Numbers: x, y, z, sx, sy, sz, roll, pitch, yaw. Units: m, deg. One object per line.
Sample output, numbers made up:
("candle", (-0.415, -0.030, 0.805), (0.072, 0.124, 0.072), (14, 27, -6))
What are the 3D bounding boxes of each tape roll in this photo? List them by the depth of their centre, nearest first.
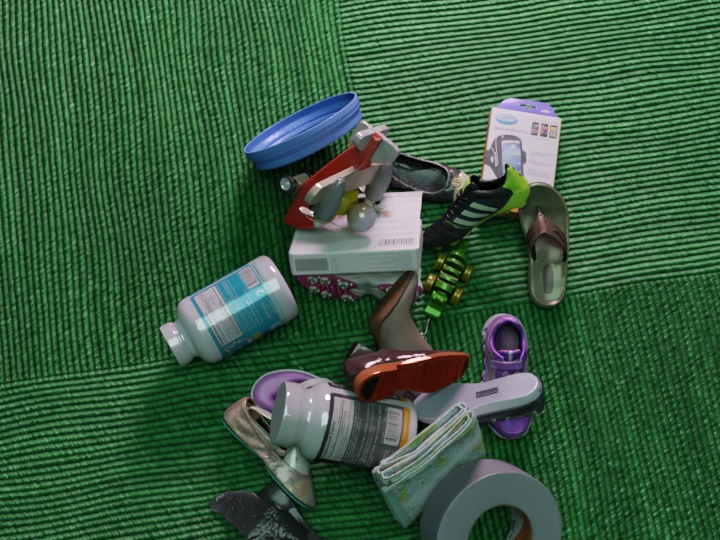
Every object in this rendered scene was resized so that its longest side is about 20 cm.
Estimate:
("tape roll", (0.188, 0.378, 1.623), (0.200, 0.066, 0.201), (-3, 100, -19))

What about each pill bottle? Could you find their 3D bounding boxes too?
("pill bottle", (-0.026, 0.227, 1.647), (0.200, 0.116, 0.117), (13, 74, -13))
("pill bottle", (-0.205, 0.069, 1.726), (0.200, 0.111, 0.111), (-29, 77, -9))

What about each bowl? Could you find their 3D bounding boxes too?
("bowl", (-0.088, -0.218, 1.776), (0.200, 0.201, 0.039), (-30, 108, -9))

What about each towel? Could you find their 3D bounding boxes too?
("towel", (0.105, 0.285, 1.627), (0.171, 0.200, 0.048), (-36, 61, -9))

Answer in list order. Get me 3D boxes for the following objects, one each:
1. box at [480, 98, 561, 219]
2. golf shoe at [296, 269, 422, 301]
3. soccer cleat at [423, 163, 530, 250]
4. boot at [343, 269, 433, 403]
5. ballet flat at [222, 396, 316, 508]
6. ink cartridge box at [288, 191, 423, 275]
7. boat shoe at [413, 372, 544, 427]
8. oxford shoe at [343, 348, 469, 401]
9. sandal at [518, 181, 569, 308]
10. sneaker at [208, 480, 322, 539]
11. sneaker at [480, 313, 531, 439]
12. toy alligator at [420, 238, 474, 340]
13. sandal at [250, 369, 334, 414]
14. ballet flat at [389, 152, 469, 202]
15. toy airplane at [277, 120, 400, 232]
("box", (0.262, -0.183, 1.846), (0.119, 0.041, 0.200), (10, 72, 1))
("golf shoe", (0.000, 0.000, 1.778), (0.200, 0.075, 0.092), (6, 61, -4))
("soccer cleat", (0.171, -0.101, 1.770), (0.200, 0.068, 0.081), (-29, 116, 21))
("boot", (0.075, 0.118, 1.724), (0.146, 0.070, 0.200), (34, 96, -12))
("ballet flat", (-0.124, 0.268, 1.688), (0.200, 0.068, 0.067), (44, 100, 9))
("ink cartridge box", (-0.001, -0.060, 1.766), (0.200, 0.045, 0.176), (-2, 33, 8))
("boat shoe", (0.179, 0.204, 1.678), (0.200, 0.066, 0.070), (-16, 37, 15))
("oxford shoe", (0.070, 0.138, 1.659), (0.200, 0.071, 0.073), (-4, 34, -29))
("sandal", (0.297, -0.041, 1.774), (0.080, 0.057, 0.201), (-7, 90, 3))
("sneaker", (-0.128, 0.393, 1.664), (0.104, 0.060, 0.200), (-37, 73, -12))
("sneaker", (0.225, 0.157, 1.722), (0.080, 0.088, 0.201), (-1, 75, -3))
("toy alligator", (0.129, 0.034, 1.772), (0.059, 0.054, 0.200), (25, 75, 6))
("sandal", (-0.068, 0.198, 1.722), (0.202, 0.050, 0.083), (13, 74, 0))
("ballet flat", (0.086, -0.157, 1.824), (0.200, 0.057, 0.067), (15, 75, 3))
("toy airplane", (-0.013, -0.128, 1.693), (0.200, 0.199, 0.141), (-30, 87, -16))
